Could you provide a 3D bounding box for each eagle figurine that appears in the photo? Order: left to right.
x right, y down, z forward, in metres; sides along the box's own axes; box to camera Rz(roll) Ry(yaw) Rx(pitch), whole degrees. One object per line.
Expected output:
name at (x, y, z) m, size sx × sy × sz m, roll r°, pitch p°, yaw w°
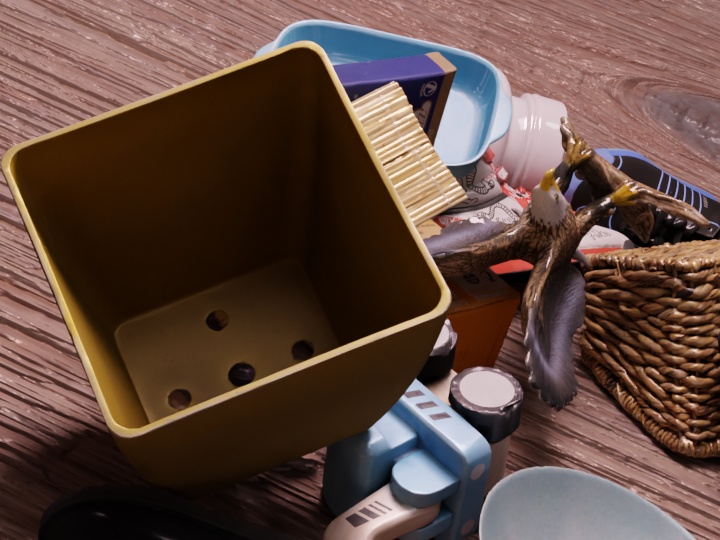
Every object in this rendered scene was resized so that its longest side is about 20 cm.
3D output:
eagle figurine at (0.115, -0.012, 1.468) m, size 0.151 × 0.151 × 0.200 m, roll 11°, pitch 52°, yaw 47°

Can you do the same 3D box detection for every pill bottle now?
pill bottle at (0.058, -0.115, 1.717) m, size 0.198 × 0.120 × 0.120 m, roll 14°, pitch 30°, yaw -11°

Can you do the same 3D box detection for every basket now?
basket at (0.262, 0.055, 1.619) m, size 0.199 × 0.150 × 0.142 m, roll -7°, pitch 6°, yaw -38°

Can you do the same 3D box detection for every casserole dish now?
casserole dish at (0.013, -0.122, 1.600) m, size 0.198 × 0.039 × 0.122 m, roll 13°, pitch 52°, yaw 4°

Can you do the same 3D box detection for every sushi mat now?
sushi mat at (-0.033, -0.044, 1.407) m, size 0.199 × 0.012 × 0.096 m, roll -28°, pitch 86°, yaw -22°

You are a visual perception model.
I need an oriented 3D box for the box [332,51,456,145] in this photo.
box at (-0.032, -0.083, 1.466) m, size 0.199 × 0.122 × 0.032 m, roll -10°, pitch 40°, yaw -35°

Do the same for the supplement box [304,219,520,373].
supplement box at (0.000, 0.000, 1.542) m, size 0.125 × 0.074 × 0.200 m, roll -12°, pitch 42°, yaw -43°

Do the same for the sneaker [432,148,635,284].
sneaker at (0.123, -0.046, 1.651) m, size 0.200 × 0.067 × 0.109 m, roll -7°, pitch 77°, yaw -33°

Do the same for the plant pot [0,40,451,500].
plant pot at (-0.076, 0.022, 1.258) m, size 0.199 × 0.177 × 0.201 m, roll -21°, pitch 61°, yaw -11°

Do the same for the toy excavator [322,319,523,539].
toy excavator at (0.019, 0.140, 1.326) m, size 0.199 × 0.100 × 0.194 m, roll -24°, pitch 48°, yaw -33°

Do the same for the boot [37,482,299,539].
boot at (-0.100, 0.212, 1.159) m, size 0.163 × 0.066 × 0.201 m, roll 12°, pitch 35°, yaw -10°

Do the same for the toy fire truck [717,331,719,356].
toy fire truck at (0.367, 0.110, 1.515) m, size 0.199 × 0.128 × 0.177 m, roll 20°, pitch 54°, yaw -48°

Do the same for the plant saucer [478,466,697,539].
plant saucer at (0.151, 0.207, 1.308) m, size 0.200 × 0.039 × 0.202 m, roll 22°, pitch 34°, yaw -16°

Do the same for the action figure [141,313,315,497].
action figure at (-0.080, 0.072, 1.389) m, size 0.129 × 0.070 × 0.201 m, roll 20°, pitch 41°, yaw -12°

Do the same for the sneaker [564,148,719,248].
sneaker at (0.244, -0.042, 1.729) m, size 0.199 × 0.070 × 0.078 m, roll 13°, pitch 25°, yaw -37°
